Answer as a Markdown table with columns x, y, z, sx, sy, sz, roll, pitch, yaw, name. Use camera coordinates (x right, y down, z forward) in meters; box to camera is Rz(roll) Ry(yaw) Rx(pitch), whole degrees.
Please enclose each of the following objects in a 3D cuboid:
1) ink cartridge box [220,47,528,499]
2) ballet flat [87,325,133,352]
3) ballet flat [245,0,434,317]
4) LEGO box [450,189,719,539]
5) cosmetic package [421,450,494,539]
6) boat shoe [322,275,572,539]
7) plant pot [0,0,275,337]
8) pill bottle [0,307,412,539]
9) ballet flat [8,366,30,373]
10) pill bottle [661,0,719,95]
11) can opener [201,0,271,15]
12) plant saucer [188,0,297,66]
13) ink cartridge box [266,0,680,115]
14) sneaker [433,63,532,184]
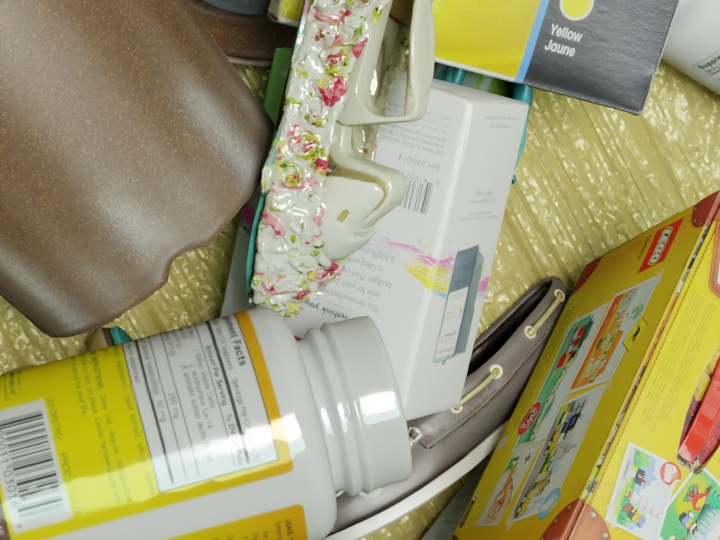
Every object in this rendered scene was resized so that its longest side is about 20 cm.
| x | y | z | sx | sy | sz | roll | pitch | yaw | name |
| --- | --- | --- | --- | --- | --- | --- | --- | --- | --- |
| 0.000 | 0.000 | 0.860 | 0.067 | 0.117 | 0.201 | -6 | 112 | -60 | ink cartridge box |
| -0.095 | 0.120 | 0.850 | 0.063 | 0.069 | 0.200 | -36 | 74 | 2 | ballet flat |
| -0.004 | -0.065 | 0.777 | 0.064 | 0.076 | 0.201 | 19 | 107 | 23 | ballet flat |
| 0.134 | 0.076 | 0.832 | 0.077 | 0.149 | 0.201 | 33 | 67 | -9 | LEGO box |
| 0.071 | 0.187 | 0.908 | 0.102 | 0.071 | 0.200 | 49 | 64 | -17 | cosmetic package |
| 0.048 | 0.075 | 0.918 | 0.200 | 0.072 | 0.060 | -33 | 94 | -21 | boat shoe |
| -0.156 | -0.088 | 0.786 | 0.200 | 0.200 | 0.198 | -45 | 114 | -11 | plant pot |
| -0.082 | 0.082 | 0.769 | 0.199 | 0.109 | 0.110 | -14 | 98 | -8 | pill bottle |
| -0.205 | 0.134 | 0.833 | 0.069 | 0.063 | 0.200 | 40 | 81 | -14 | ballet flat |
| 0.224 | -0.147 | 0.941 | 0.199 | 0.113 | 0.114 | 28 | 84 | -18 | pill bottle |
| 0.008 | -0.161 | 0.871 | 0.199 | 0.053 | 0.067 | 3 | 126 | -17 | can opener |
| -0.055 | -0.205 | 0.885 | 0.199 | 0.037 | 0.202 | -1 | 94 | -18 | plant saucer |
| 0.075 | -0.193 | 0.820 | 0.197 | 0.047 | 0.201 | 12 | 106 | -16 | ink cartridge box |
| 0.044 | -0.048 | 0.904 | 0.077 | 0.080 | 0.201 | 16 | 91 | -18 | sneaker |
